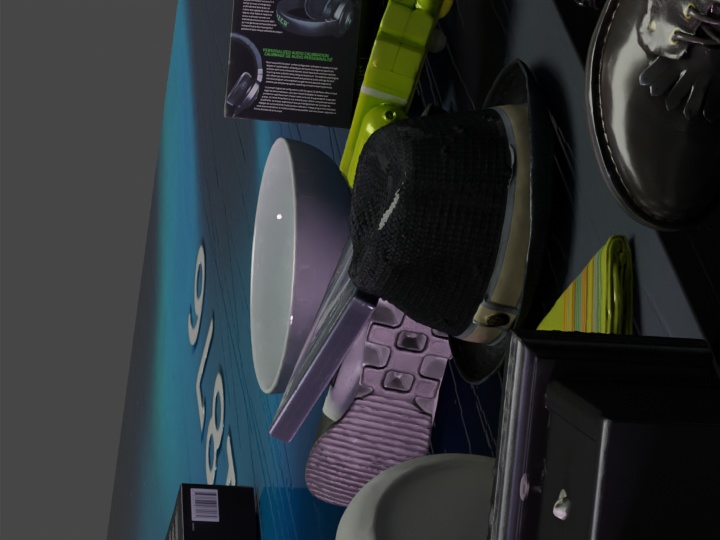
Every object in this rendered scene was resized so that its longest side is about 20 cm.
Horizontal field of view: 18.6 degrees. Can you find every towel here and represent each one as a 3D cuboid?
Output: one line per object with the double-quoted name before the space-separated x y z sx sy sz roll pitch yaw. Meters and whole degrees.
"towel" 0.106 0.056 1.141 0.200 0.018 0.086 119 157 -66

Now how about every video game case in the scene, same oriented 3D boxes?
"video game case" 0.000 0.000 1.417 0.143 0.019 0.200 -58 8 43

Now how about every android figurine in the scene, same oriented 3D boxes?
"android figurine" 0.029 -0.138 1.376 0.200 0.041 0.182 110 179 -55

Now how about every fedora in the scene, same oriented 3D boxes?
"fedora" 0.043 -0.031 1.250 0.201 0.091 0.201 -173 90 -79

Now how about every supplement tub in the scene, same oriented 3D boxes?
"supplement tub" 0.042 0.204 1.095 0.140 0.140 0.200 -101 18 -50

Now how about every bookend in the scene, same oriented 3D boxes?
"bookend" 0.118 0.141 0.868 0.200 0.092 0.199 -142 56 -75

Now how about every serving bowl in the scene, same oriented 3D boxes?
"serving bowl" -0.039 -0.002 1.716 0.200 0.066 0.200 -176 90 -78

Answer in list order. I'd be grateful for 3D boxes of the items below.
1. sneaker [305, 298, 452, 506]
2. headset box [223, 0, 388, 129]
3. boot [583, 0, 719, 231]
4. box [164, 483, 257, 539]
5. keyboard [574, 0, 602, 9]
"sneaker" 0.018 0.067 1.435 0.089 0.074 0.200 -90 20 -54
"headset box" -0.026 -0.204 1.525 0.174 0.093 0.200 -34 -50 -78
"boot" 0.149 -0.109 0.850 0.174 0.069 0.200 -154 70 -78
"box" -0.143 0.324 2.092 0.141 0.079 0.200 114 156 -51
"keyboard" 0.132 -0.183 1.017 0.200 0.021 0.127 118 174 -65
